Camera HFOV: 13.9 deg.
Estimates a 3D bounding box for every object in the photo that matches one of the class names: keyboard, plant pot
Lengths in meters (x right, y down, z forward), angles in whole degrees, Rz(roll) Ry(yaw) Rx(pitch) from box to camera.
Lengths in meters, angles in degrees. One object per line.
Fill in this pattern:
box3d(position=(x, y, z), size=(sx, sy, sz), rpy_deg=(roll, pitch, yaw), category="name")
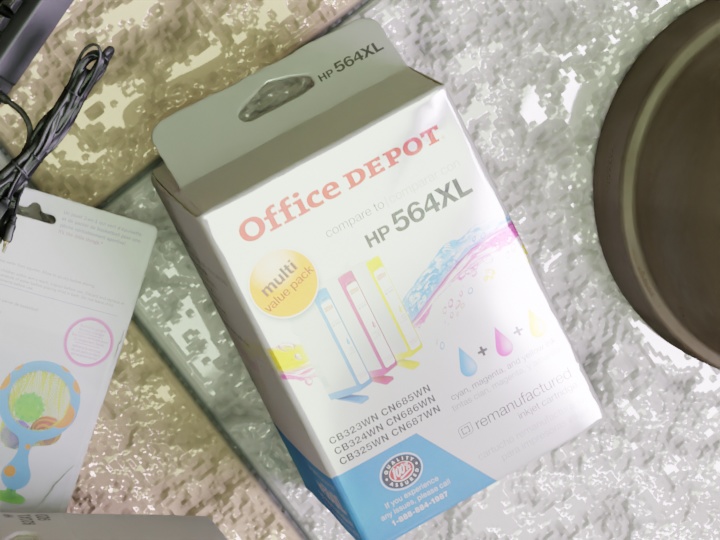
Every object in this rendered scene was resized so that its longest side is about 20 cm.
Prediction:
box3d(position=(-0.169, -0.084, 1.296), size=(0.200, 0.127, 0.021), rpy_deg=(-56, 149, -2), category="keyboard")
box3d(position=(0.227, -0.031, 1.370), size=(0.200, 0.174, 0.200), rpy_deg=(-2, 100, -12), category="plant pot")

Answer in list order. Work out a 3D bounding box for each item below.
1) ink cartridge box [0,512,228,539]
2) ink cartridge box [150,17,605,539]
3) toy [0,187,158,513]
box3d(position=(-0.124, 0.214, 1.258), size=(0.144, 0.147, 0.200), rpy_deg=(1, 97, -14), category="ink cartridge box")
box3d(position=(0.000, 0.000, 1.344), size=(0.128, 0.125, 0.200), rpy_deg=(-29, 106, -7), category="ink cartridge box")
box3d(position=(-0.180, 0.056, 1.351), size=(0.115, 0.047, 0.200), rpy_deg=(17, 93, -18), category="toy")
